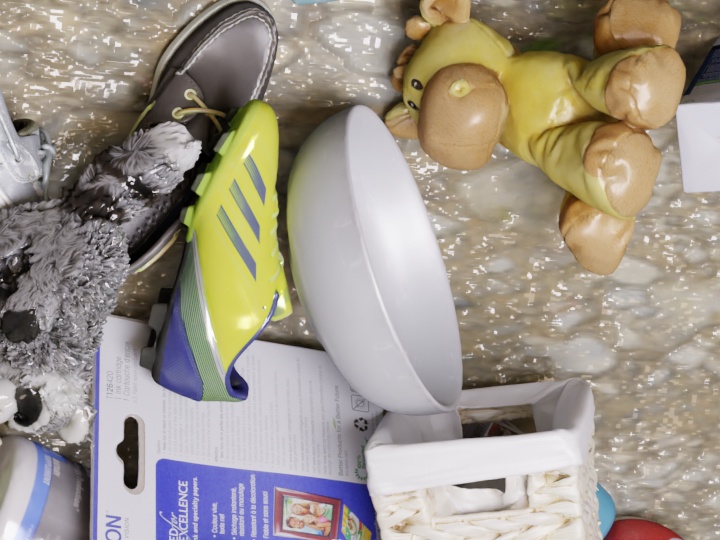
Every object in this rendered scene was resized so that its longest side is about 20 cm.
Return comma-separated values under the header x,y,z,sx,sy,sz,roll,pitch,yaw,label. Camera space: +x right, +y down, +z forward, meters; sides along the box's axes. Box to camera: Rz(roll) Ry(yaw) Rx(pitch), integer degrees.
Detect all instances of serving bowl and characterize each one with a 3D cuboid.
x,y,z,sx,sy,sz,roll,pitch,yaw,label
0.000,0.000,1.672,0.066,0.200,0.201,-16,110,14,serving bowl

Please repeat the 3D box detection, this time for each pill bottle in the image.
x,y,z,sx,sy,sz,roll,pitch,yaw,label
-0.160,0.194,1.699,0.200,0.114,0.114,28,94,-22,pill bottle

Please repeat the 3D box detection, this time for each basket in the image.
x,y,z,sx,sy,sz,roll,pitch,yaw,label
0.083,0.148,1.678,0.135,0.200,0.124,-6,95,8,basket

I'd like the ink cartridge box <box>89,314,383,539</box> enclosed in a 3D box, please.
x,y,z,sx,sy,sz,roll,pitch,yaw,label
-0.079,0.133,1.684,0.199,0.047,0.198,9,57,-17,ink cartridge box

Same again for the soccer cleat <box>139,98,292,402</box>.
x,y,z,sx,sy,sz,roll,pitch,yaw,label
-0.074,-0.010,1.638,0.083,0.065,0.201,18,112,-1,soccer cleat

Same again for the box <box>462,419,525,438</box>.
x,y,z,sx,sy,sz,roll,pitch,yaw,label
0.052,0.190,1.805,0.039,0.041,0.200,27,94,-21,box

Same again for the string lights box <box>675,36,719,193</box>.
x,y,z,sx,sy,sz,roll,pitch,yaw,label
0.267,-0.106,1.702,0.102,0.200,0.059,-2,106,16,string lights box

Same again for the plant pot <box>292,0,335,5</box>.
x,y,z,sx,sy,sz,roll,pitch,yaw,label
-0.002,-0.266,1.548,0.200,0.196,0.196,-38,111,5,plant pot

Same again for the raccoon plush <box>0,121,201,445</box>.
x,y,z,sx,sy,sz,roll,pitch,yaw,label
-0.156,0.020,1.616,0.200,0.097,0.134,-30,137,-6,raccoon plush

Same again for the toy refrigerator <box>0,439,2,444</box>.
x,y,z,sx,sy,sz,roll,pitch,yaw,label
-0.322,0.148,1.659,0.200,0.070,0.076,-45,112,-2,toy refrigerator

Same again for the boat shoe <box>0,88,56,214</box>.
x,y,z,sx,sy,sz,roll,pitch,yaw,label
-0.226,-0.100,1.627,0.065,0.074,0.202,-28,104,-4,boat shoe

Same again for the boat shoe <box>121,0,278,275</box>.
x,y,z,sx,sy,sz,roll,pitch,yaw,label
-0.110,-0.081,1.674,0.072,0.061,0.202,32,92,-21,boat shoe

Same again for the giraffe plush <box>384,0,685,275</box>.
x,y,z,sx,sy,sz,roll,pitch,yaw,label
0.101,-0.108,1.684,0.162,0.200,0.173,14,105,-6,giraffe plush

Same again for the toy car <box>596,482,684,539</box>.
x,y,z,sx,sy,sz,roll,pitch,yaw,label
0.182,0.266,1.780,0.177,0.200,0.184,-46,112,-2,toy car
